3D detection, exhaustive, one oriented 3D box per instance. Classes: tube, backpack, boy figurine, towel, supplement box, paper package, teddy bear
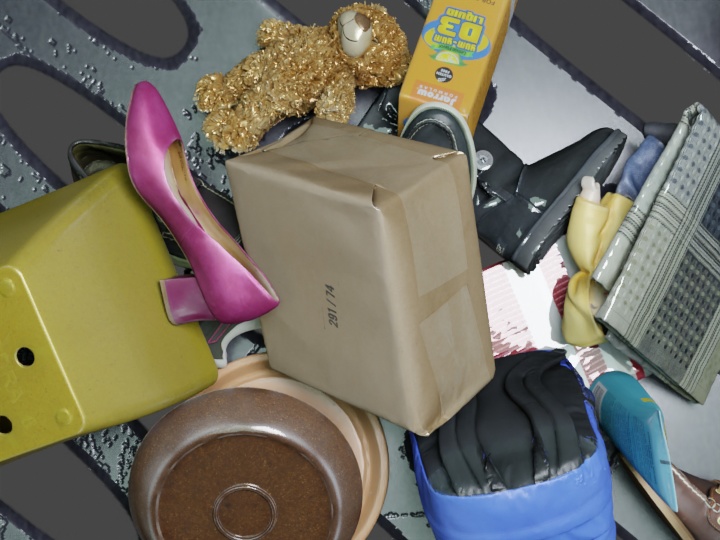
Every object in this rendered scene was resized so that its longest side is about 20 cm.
[{"bbox_3d":[0.223,0.126,1.136,0.050,0.200,0.078,-16,98,2],"label":"tube"},{"bbox_3d":[0.129,0.173,1.139,0.160,0.200,0.170,-18,109,1],"label":"backpack"},{"bbox_3d":[0.223,-0.029,1.195,0.124,0.064,0.201,38,77,-25],"label":"boy figurine"},{"bbox_3d":[0.276,-0.008,1.184,0.034,0.192,0.202,18,77,45],"label":"towel"},{"bbox_3d":[0.090,-0.204,1.213,0.066,0.069,0.202,16,68,7],"label":"supplement box"},{"bbox_3d":[0.000,0.000,1.121,0.103,0.189,0.202,-31,124,-35],"label":"paper package"},{"bbox_3d":[-0.054,-0.173,1.224,0.197,0.067,0.146,-12,42,14],"label":"teddy bear"},{"bbox_3d":[0.177,0.047,1.246,0.198,0.023,0.146,-23,87,0],"label":"towel"}]

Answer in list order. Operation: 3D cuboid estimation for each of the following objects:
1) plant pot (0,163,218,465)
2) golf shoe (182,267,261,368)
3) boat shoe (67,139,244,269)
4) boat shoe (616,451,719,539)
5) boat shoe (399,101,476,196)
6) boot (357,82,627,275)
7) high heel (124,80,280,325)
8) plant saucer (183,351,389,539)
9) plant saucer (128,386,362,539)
[{"bbox_3d":[-0.262,0.055,1.128,0.198,0.176,0.202,-19,99,19],"label":"plant pot"},{"bbox_3d":[-0.083,-0.004,1.237,0.199,0.077,0.088,-38,103,2],"label":"golf shoe"},{"bbox_3d":[-0.174,-0.058,1.200,0.198,0.065,0.074,19,67,26],"label":"boat shoe"},{"bbox_3d":[0.302,0.216,1.207,0.070,0.070,0.201,-39,94,4],"label":"boat shoe"},{"bbox_3d":[0.047,-0.041,1.177,0.074,0.066,0.201,21,127,6],"label":"boat shoe"},{"bbox_3d":[0.113,-0.115,1.243,0.199,0.066,0.165,37,67,16],"label":"boot"},{"bbox_3d":[-0.125,-0.056,1.121,0.095,0.067,0.203,-9,93,20],"label":"high heel"},{"bbox_3d":[-0.073,0.172,1.234,0.197,0.032,0.203,0,86,1],"label":"plant saucer"},{"bbox_3d":[-0.096,0.195,1.173,0.197,0.035,0.203,0,112,-1],"label":"plant saucer"}]
